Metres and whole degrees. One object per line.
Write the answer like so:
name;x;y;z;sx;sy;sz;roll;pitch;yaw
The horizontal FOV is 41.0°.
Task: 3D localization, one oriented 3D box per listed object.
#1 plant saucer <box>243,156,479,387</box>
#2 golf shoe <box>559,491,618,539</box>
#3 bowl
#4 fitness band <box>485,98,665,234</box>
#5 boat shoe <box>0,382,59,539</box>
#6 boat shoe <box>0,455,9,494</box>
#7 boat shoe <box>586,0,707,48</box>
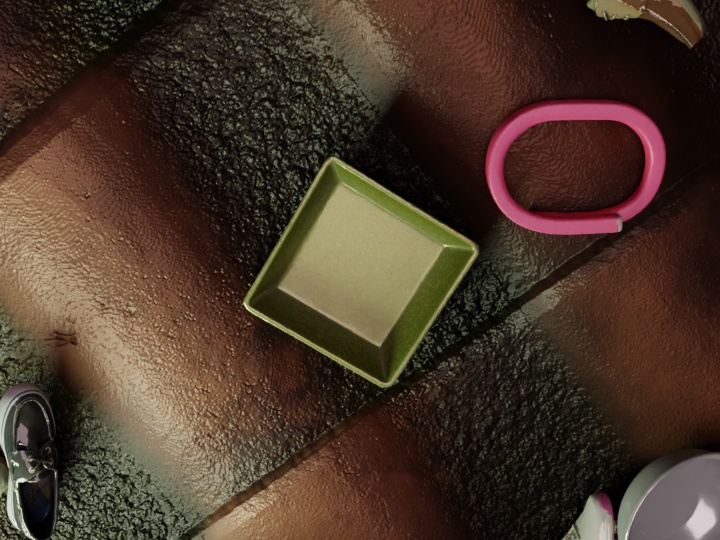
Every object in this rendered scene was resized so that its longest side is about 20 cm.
plant saucer;0.000;0.000;1.080;0.198;0.048;0.201;30;106;-10
golf shoe;0.265;0.367;1.199;0.090;0.075;0.204;8;108;0
bowl;0.385;0.294;1.155;0.197;0.090;0.205;-4;106;-14
fitness band;0.234;-0.113;1.051;0.196;0.038;0.146;-1;109;-2
boat shoe;-0.384;0.229;1.136;0.068;0.056;0.203;-17;122;-39
boat shoe;-0.523;0.267;1.156;0.197;0.063;0.074;-15;109;5
boat shoe;0.261;-0.293;0.975;0.199;0.076;0.074;41;110;-5
